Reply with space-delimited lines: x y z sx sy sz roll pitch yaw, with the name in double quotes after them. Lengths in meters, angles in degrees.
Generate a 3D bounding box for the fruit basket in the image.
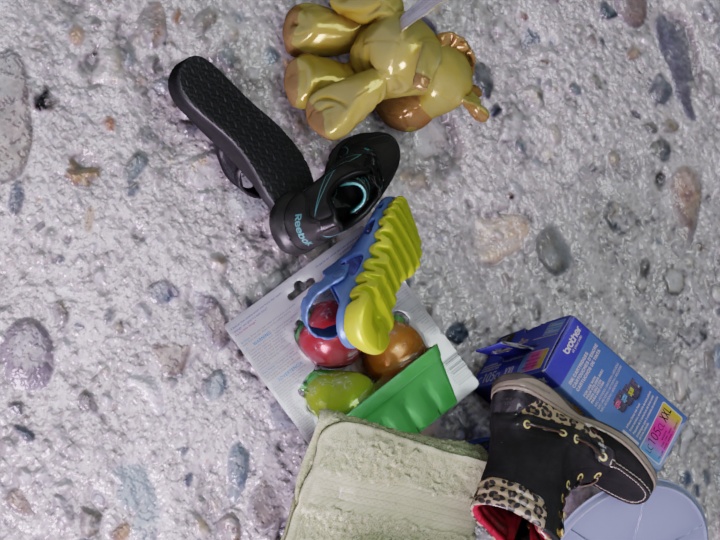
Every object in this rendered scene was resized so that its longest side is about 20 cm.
-0.008 0.086 1.643 0.185 0.094 0.200 -37 84 -23 "fruit basket"

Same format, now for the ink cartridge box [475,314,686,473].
0.208 0.124 1.693 0.200 0.136 0.077 42 62 -14 "ink cartridge box"

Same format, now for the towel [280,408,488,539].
0.028 0.220 1.575 0.198 0.036 0.150 16 90 -23 "towel"

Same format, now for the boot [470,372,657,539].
0.190 0.206 1.590 0.199 0.073 0.151 38 49 -20 "boot"

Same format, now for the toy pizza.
0.268 0.298 1.727 0.198 0.032 0.202 -9 116 -19 "toy pizza"

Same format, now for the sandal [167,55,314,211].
-0.115 -0.122 1.621 0.201 0.048 0.076 49 47 -18 "sandal"

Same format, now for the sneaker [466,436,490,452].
0.092 0.219 1.663 0.198 0.078 0.076 -20 93 -24 "sneaker"

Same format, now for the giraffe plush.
0.041 -0.202 1.662 0.162 0.198 0.174 24 55 -54 "giraffe plush"

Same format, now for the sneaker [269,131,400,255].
-0.005 -0.077 1.629 0.200 0.079 0.076 -47 114 -45 "sneaker"

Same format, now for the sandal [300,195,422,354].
0.000 0.000 1.601 0.080 0.086 0.201 66 32 -30 "sandal"
